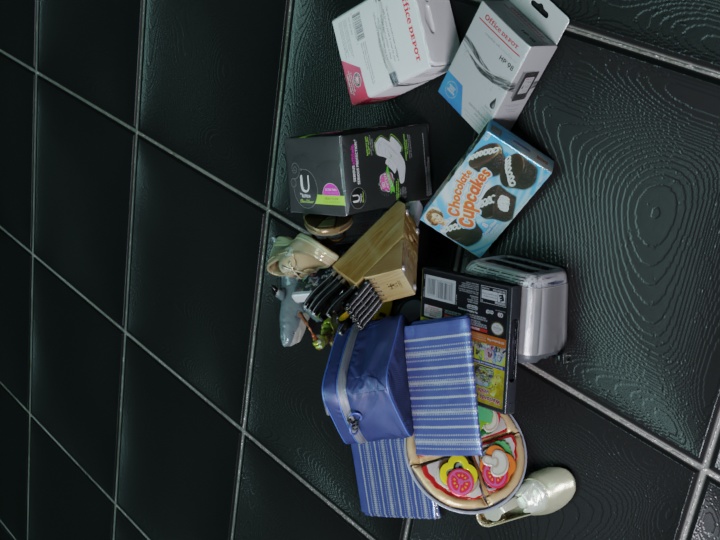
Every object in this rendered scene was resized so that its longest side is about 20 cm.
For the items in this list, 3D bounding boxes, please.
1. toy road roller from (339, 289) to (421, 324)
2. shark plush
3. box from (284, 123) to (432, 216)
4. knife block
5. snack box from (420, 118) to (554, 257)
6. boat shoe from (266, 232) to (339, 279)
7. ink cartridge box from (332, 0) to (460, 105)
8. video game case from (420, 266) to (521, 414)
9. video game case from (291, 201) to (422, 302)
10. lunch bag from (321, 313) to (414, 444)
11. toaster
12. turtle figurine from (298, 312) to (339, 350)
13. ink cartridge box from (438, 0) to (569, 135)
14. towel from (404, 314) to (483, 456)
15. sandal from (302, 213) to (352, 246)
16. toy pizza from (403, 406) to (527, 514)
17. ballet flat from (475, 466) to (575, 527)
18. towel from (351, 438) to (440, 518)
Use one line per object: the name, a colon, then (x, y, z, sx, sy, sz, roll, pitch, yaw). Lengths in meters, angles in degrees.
toy road roller: (0.013, 0.080, 1.793, 0.123, 0.143, 0.203, -123, 38, -49)
shark plush: (-0.131, 0.037, 2.009, 0.090, 0.082, 0.204, 6, 104, 48)
box: (-0.002, -0.165, 1.723, 0.147, 0.198, 0.127, 5, 104, 47)
knife block: (0.000, 0.000, 1.661, 0.172, 0.064, 0.203, -12, 46, 20)
snack box: (0.187, -0.119, 1.597, 0.115, 0.037, 0.201, 31, 132, -6)
boat shoe: (-0.097, -0.016, 1.717, 0.066, 0.072, 0.199, -61, 25, -12)
ink cartridge box: (0.058, -0.364, 1.692, 0.198, 0.083, 0.148, -16, 88, 50)
video game case: (0.157, 0.099, 1.572, 0.198, 0.025, 0.185, 13, 103, 53)
video game case: (-0.004, -0.031, 1.757, 0.196, 0.184, 0.023, -5, 139, 27)
lunch bag: (0.013, 0.176, 1.660, 0.130, 0.202, 0.137, -9, 124, 22)
toaster: (0.231, 0.055, 1.580, 0.198, 0.112, 0.132, 18, 110, 49)
turtle figurine: (-0.041, 0.118, 1.913, 0.064, 0.200, 0.163, -27, 100, 9)
ink cartridge box: (0.205, -0.311, 1.551, 0.116, 0.066, 0.202, 50, 132, 28)
towel: (0.124, 0.172, 1.582, 0.144, 0.024, 0.205, -12, 81, 51)
sandal: (-0.056, -0.068, 1.731, 0.200, 0.079, 0.055, -138, 43, -79)
toy pizza: (0.165, 0.275, 1.650, 0.202, 0.198, 0.032, 57, 158, 21)
ballet flat: (0.252, 0.361, 1.669, 0.199, 0.069, 0.071, -36, 73, 47)
towel: (0.061, 0.371, 1.917, 0.198, 0.024, 0.148, -10, 91, 48)
